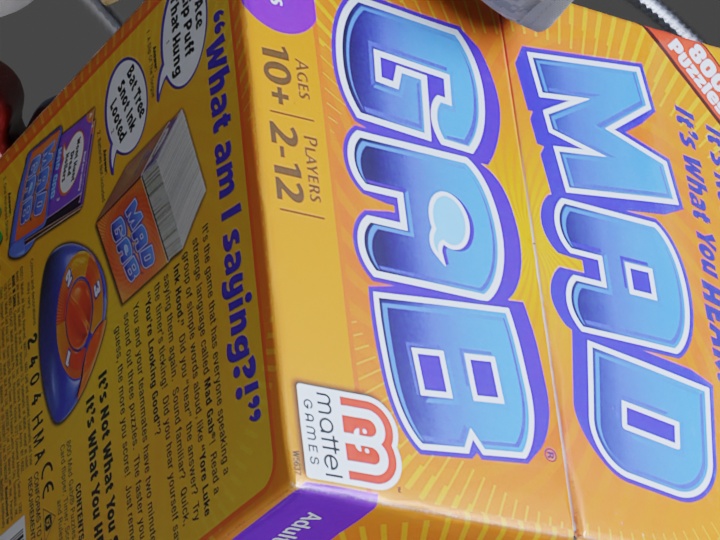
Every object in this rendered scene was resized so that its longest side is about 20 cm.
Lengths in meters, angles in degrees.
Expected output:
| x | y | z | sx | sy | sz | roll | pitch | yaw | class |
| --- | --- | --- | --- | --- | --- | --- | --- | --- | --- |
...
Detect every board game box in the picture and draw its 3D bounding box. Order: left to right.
| x | y | z | sx | sy | sz | roll | pitch | yaw | class |
| --- | --- | --- | --- | --- | --- | --- | --- | --- | --- |
| 0.000 | 0.037 | 0.966 | 0.199 | 0.201 | 0.200 | 13 | 146 | -31 | board game box |

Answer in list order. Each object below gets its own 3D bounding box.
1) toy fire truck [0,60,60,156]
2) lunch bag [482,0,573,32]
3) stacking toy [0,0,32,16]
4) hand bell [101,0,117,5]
| x | y | z | sx | sy | sz | roll | pitch | yaw | class |
| --- | --- | --- | --- | --- | --- | --- | --- | --- | --- |
| -0.178 | -0.017 | 1.174 | 0.199 | 0.112 | 0.168 | 28 | 120 | -1 | toy fire truck |
| 0.032 | -0.177 | 0.859 | 0.164 | 0.118 | 0.200 | 29 | 137 | -8 | lunch bag |
| -0.203 | -0.091 | 1.072 | 0.199 | 0.147 | 0.147 | -16 | 135 | -2 | stacking toy |
| -0.106 | -0.197 | 0.954 | 0.104 | 0.104 | 0.200 | -27 | 106 | 45 | hand bell |
